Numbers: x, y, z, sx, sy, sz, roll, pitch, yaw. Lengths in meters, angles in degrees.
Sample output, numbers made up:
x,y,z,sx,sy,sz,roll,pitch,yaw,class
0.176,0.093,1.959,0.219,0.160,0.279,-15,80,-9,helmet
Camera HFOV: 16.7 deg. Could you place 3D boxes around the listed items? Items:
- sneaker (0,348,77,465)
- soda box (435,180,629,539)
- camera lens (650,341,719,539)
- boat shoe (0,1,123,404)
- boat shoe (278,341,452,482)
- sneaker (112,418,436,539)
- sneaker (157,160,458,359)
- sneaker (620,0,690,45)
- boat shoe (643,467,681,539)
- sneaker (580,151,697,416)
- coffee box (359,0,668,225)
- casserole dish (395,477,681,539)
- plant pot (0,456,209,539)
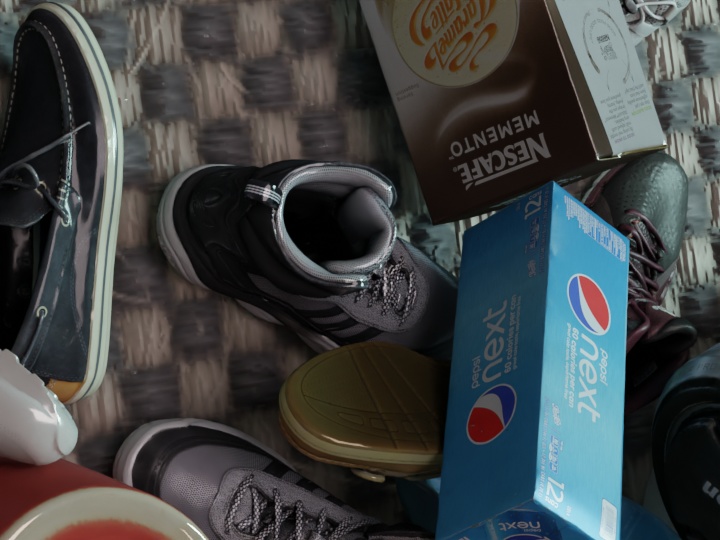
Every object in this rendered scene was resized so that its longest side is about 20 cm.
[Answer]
x,y,z,sx,sy,sz,roll,pitch,yaw,class
-0.221,0.051,1.121,0.081,0.199,0.076,-58,158,-23,sneaker
0.089,0.057,1.237,0.064,0.068,0.200,36,43,-30,soda box
0.270,0.086,1.331,0.200,0.160,0.160,-28,100,-31,camera lens
-0.160,-0.034,1.210,0.062,0.074,0.201,2,89,-38,boat shoe
0.028,0.080,1.275,0.200,0.063,0.073,-6,54,-48,boat shoe
-0.026,0.137,1.249,0.200,0.114,0.076,34,74,-26,sneaker
0.000,0.000,1.273,0.200,0.114,0.076,24,74,-28,sneaker
0.141,-0.160,1.401,0.200,0.082,0.075,-46,108,-21,sneaker
0.232,0.093,1.451,0.068,0.072,0.200,41,57,-22,boat shoe
0.161,0.016,1.379,0.076,0.115,0.200,36,68,-24,sneaker
0.071,-0.139,1.315,0.080,0.114,0.201,-14,84,-55,coffee box
0.100,0.145,1.333,0.199,0.121,0.039,19,107,-23,casserole dish
-0.155,0.170,1.132,0.200,0.177,0.201,4,83,-32,plant pot
